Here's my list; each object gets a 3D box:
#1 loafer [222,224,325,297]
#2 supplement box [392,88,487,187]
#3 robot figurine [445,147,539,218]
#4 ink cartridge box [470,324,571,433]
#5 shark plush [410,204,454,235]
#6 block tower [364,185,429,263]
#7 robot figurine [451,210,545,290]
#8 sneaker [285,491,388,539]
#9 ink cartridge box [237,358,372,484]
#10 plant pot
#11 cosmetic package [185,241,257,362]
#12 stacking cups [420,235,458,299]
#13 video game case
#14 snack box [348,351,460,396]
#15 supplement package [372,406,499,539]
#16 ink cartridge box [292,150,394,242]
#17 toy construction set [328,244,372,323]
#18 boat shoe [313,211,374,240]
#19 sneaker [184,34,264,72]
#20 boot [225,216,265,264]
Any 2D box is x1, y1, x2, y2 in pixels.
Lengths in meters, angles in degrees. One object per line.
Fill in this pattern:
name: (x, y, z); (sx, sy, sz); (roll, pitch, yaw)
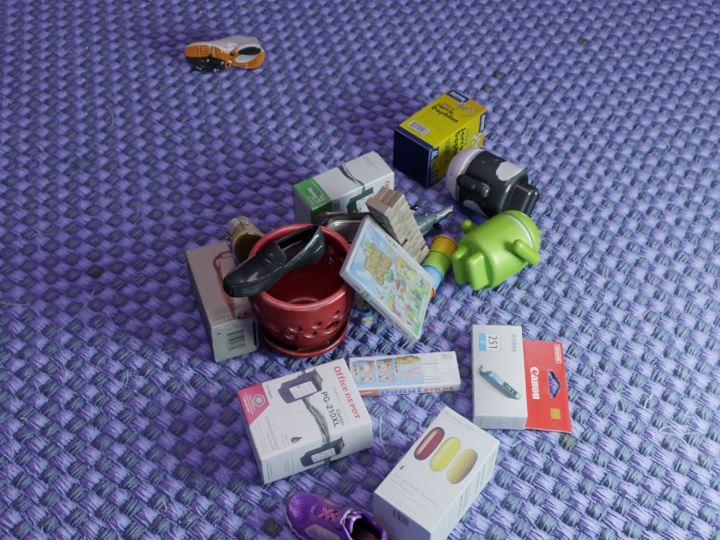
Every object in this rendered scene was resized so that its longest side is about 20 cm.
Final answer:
loafer: (-0.148, -0.021, 1.559); (0.199, 0.071, 0.068); (-29, 55, -23)
supplement box: (0.176, -0.295, 2.027); (0.109, 0.110, 0.199); (35, 56, 27)
robot figurine: (0.272, -0.175, 1.913); (0.198, 0.151, 0.125); (30, 70, 25)
ink cartridge box: (0.287, 0.190, 1.637); (0.173, 0.045, 0.202); (2, 48, 3)
shark plush: (0.106, -0.093, 1.856); (0.196, 0.084, 0.091); (-9, 38, -11)
block tower: (0.074, -0.078, 1.737); (0.054, 0.201, 0.058); (28, 72, 35)
robot figurine: (0.270, -0.042, 1.796); (0.198, 0.117, 0.175); (-31, 30, -25)
sneaker: (-0.030, 0.395, 1.420); (0.198, 0.089, 0.081); (25, 53, 22)
ink cartridge box: (-0.094, 0.252, 1.549); (0.197, 0.085, 0.146); (-16, 51, -15)
plant pot: (-0.105, 0.048, 1.665); (0.196, 0.184, 0.203); (0, 47, -1)
cosmetic package: (-0.261, 0.056, 1.713); (0.086, 0.104, 0.201); (-15, 52, -15)
stacking cups: (0.132, 0.018, 1.777); (0.060, 0.061, 0.201); (18, 50, 15)
video game case: (0.052, 0.011, 1.638); (0.182, 0.022, 0.201); (43, 31, -14)
snack box: (0.078, 0.187, 1.650); (0.196, 0.025, 0.073); (-3, 49, -4)
supplement package: (0.120, 0.339, 1.456); (0.113, 0.111, 0.200); (29, 54, 23)
ink cartridge box: (-0.032, -0.134, 1.855); (0.198, 0.148, 0.083); (-26, 53, -21)
toy construction set: (0.000, 0.000, 1.781); (0.130, 0.093, 0.201); (-30, 66, -25)
boat shoe: (-0.001, -0.089, 1.758); (0.198, 0.068, 0.057); (0, 36, -39)
sneaker: (-0.341, -0.548, 2.283); (0.196, 0.077, 0.093); (-1, 40, -12)
boot: (-0.216, -0.053, 1.760); (0.072, 0.200, 0.155); (-46, 56, 2)
